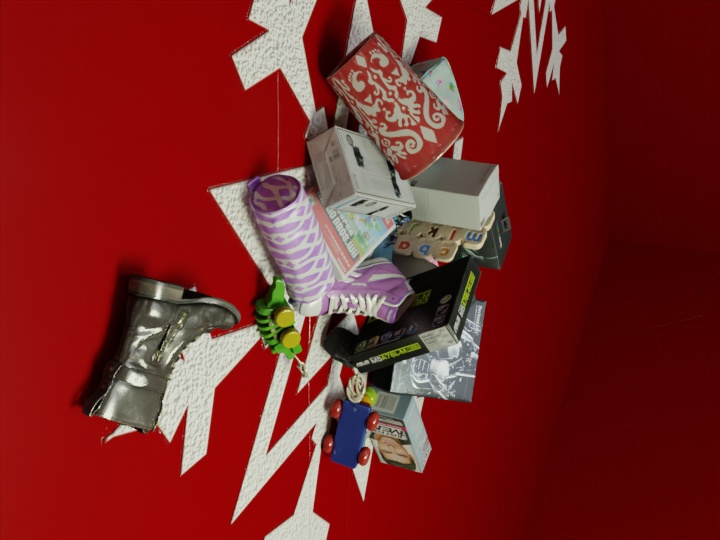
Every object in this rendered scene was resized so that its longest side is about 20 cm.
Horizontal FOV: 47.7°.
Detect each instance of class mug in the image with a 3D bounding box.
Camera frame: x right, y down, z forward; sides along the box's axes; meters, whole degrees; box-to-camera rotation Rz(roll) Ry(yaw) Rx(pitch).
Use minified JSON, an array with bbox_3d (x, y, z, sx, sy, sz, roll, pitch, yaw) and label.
[{"bbox_3d":[0.040,-0.258,1.296,0.200,0.177,0.134,46,67,-16],"label":"mug"}]

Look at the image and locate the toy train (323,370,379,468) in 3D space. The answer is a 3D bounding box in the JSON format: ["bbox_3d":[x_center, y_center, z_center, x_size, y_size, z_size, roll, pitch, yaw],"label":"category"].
[{"bbox_3d":[0.002,0.239,1.455,0.116,0.084,0.203,-42,146,-69],"label":"toy train"}]

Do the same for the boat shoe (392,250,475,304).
[{"bbox_3d":[0.125,0.016,1.493,0.074,0.198,0.060,-57,141,-19],"label":"boat shoe"}]

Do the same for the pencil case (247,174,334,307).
[{"bbox_3d":[-0.096,-0.043,1.171,0.084,0.085,0.202,-38,138,-22],"label":"pencil case"}]

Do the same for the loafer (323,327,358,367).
[{"bbox_3d":[0.003,0.149,1.445,0.068,0.070,0.200,-49,154,10],"label":"loafer"}]

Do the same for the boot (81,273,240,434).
[{"bbox_3d":[-0.234,0.105,0.967,0.199,0.068,0.177,24,79,-56],"label":"boot"}]

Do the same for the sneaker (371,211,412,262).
[{"bbox_3d":[0.047,-0.084,1.454,0.078,0.089,0.203,-39,134,-54],"label":"sneaker"}]

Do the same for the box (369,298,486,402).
[{"bbox_3d":[0.131,0.141,1.581,0.180,0.104,0.203,9,88,-23],"label":"box"}]

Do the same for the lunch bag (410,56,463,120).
[{"bbox_3d":[0.121,-0.296,1.529,0.200,0.076,0.162,-50,128,-45],"label":"lunch bag"}]

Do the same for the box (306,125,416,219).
[{"bbox_3d":[0.006,-0.152,1.306,0.199,0.060,0.118,1,69,-59],"label":"box"}]

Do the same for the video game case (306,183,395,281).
[{"bbox_3d":[-0.021,-0.089,1.324,0.144,0.017,0.200,60,37,-12],"label":"video game case"}]

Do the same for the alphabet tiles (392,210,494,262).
[{"bbox_3d":[0.148,-0.090,1.540,0.015,0.197,0.197,76,33,-44],"label":"alphabet tiles"}]

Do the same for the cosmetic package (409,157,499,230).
[{"bbox_3d":[0.152,-0.150,1.527,0.113,0.197,0.082,-56,145,-42],"label":"cosmetic package"}]

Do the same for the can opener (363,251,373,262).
[{"bbox_3d":[0.000,0.000,1.430,0.201,0.066,0.053,66,38,-61],"label":"can opener"}]

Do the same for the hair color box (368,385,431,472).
[{"bbox_3d":[0.071,0.319,1.626,0.061,0.098,0.201,-62,149,-34],"label":"hair color box"}]

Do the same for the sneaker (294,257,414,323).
[{"bbox_3d":[0.000,0.046,1.302,0.198,0.114,0.073,-20,140,-29],"label":"sneaker"}]

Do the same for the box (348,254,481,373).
[{"bbox_3d":[0.092,0.072,1.356,0.048,0.198,0.194,53,36,-23],"label":"box"}]

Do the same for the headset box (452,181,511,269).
[{"bbox_3d":[0.207,-0.100,1.661,0.094,0.197,0.175,-64,149,-30],"label":"headset box"}]

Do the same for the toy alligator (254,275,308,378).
[{"bbox_3d":[-0.121,0.096,1.210,0.054,0.059,0.202,-21,128,-13],"label":"toy alligator"}]

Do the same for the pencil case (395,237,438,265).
[{"bbox_3d":[0.126,-0.001,1.645,0.201,0.085,0.083,66,5,-46],"label":"pencil case"}]
